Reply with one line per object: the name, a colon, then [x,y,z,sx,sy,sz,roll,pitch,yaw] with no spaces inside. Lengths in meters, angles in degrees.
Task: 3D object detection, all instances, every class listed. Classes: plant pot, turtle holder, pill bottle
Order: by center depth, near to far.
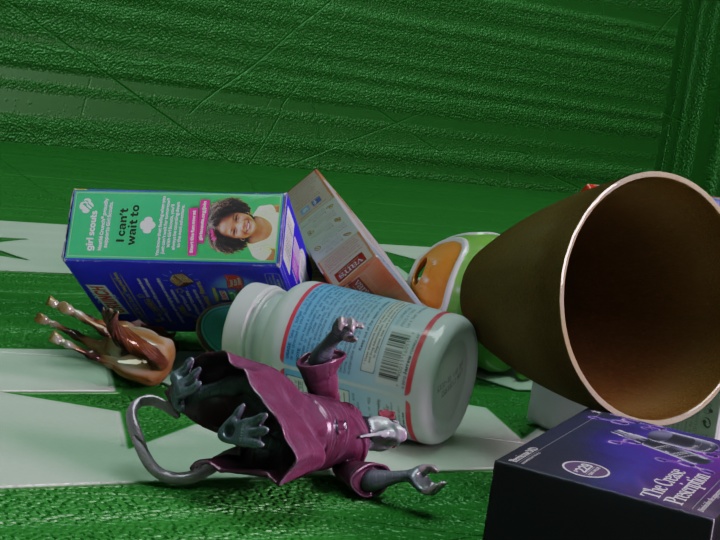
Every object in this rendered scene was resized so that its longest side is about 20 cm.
plant pot: [0.171,0.020,1.150,0.185,0.189,0.199,3,-1,-31]
pill bottle: [-0.011,0.070,1.198,0.198,0.110,0.109,13,10,25]
turtle holder: [0.131,0.029,1.497,0.131,0.143,0.185,12,11,36]

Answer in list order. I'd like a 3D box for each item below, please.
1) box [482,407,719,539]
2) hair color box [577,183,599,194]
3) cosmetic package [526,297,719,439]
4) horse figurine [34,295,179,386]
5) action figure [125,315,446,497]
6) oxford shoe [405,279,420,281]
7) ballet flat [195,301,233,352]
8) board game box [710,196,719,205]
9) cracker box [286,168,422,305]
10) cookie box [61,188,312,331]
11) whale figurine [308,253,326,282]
box: [0.178,0.156,0.939,0.140,0.080,0.200,9,8,24]
hair color box: [0.264,-0.017,1.753,0.110,0.200,0.064,0,50,-41]
cosmetic package: [0.290,0.097,1.272,0.198,0.124,0.199,0,10,-43]
horse figurine: [-0.205,0.061,1.230,0.132,0.050,0.200,24,-5,-18]
action figure: [-0.038,0.120,1.005,0.148,0.135,0.199,-34,-28,25]
oxford shoe: [0.080,0.053,1.604,0.198,0.071,0.074,-6,-26,-25]
ballet flat: [-0.052,0.074,1.318,0.198,0.071,0.071,8,9,1]
board game box: [0.376,0.019,1.588,0.134,0.202,0.034,4,9,-28]
cracker box: [0.000,0.000,1.419,0.134,0.058,0.200,50,3,-33]
cookie box: [-0.155,-0.006,1.337,0.198,0.076,0.171,1,-24,7]
whale figurine: [-0.078,0.032,1.506,0.200,0.104,0.158,42,23,28]
